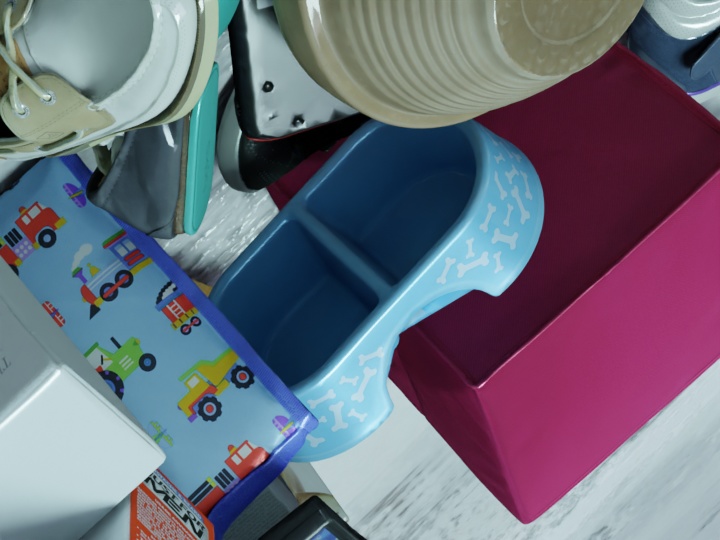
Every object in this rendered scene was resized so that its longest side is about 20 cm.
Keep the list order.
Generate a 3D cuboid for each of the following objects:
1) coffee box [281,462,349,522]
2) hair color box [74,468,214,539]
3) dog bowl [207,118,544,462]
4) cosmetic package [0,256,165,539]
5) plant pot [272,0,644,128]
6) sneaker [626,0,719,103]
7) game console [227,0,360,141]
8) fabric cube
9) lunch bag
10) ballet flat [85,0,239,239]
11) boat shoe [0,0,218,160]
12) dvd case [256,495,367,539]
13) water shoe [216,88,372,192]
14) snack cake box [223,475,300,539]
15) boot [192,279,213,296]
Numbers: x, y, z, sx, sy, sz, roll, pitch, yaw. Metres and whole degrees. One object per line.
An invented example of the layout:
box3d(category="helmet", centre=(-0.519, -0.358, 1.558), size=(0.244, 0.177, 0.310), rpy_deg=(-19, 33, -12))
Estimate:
box3d(category="coffee box", centre=(-0.122, 0.161, 1.135), size=(0.199, 0.113, 0.080), rpy_deg=(-35, 178, -18))
box3d(category="hair color box", centre=(-0.114, 0.161, 0.776), size=(0.111, 0.200, 0.064), rpy_deg=(-38, 110, 9))
box3d(category="dog bowl", centre=(0.000, 0.000, 0.970), size=(0.200, 0.111, 0.050), rpy_deg=(-46, 141, -2))
box3d(category="cosmetic package", centre=(-0.222, 0.058, 0.779), size=(0.199, 0.200, 0.123), rpy_deg=(-42, 153, -4))
box3d(category="plant pot", centre=(0.065, -0.145, 0.852), size=(0.200, 0.093, 0.202), rpy_deg=(-23, 131, -30))
box3d(category="sneaker", centre=(0.252, -0.189, 1.224), size=(0.199, 0.081, 0.147), rpy_deg=(-28, 153, -19))
box3d(category="game console", centre=(0.015, -0.168, 0.906), size=(0.176, 0.031, 0.201), rpy_deg=(-18, 127, -18))
box3d(category="fabric cube", centre=(0.088, -0.018, 1.108), size=(0.196, 0.200, 0.200), rpy_deg=(-40, 151, -7))
box3d(category="lunch bag", centre=(-0.124, 0.066, 0.924), size=(0.150, 0.200, 0.094), rpy_deg=(-42, 152, -3))
box3d(category="ballet flat", centre=(-0.087, -0.102, 0.858), size=(0.073, 0.073, 0.201), rpy_deg=(-20, 139, -39))
box3d(category="boat shoe", centre=(-0.120, -0.083, 0.789), size=(0.068, 0.075, 0.200), rpy_deg=(-15, 172, -30))
box3d(category="dvd case", centre=(-0.059, 0.170, 0.957), size=(0.142, 0.018, 0.200), rpy_deg=(-39, 165, -3))
box3d(category="water shoe", centre=(0.010, -0.106, 1.005), size=(0.200, 0.079, 0.071), rpy_deg=(-46, 153, 3))
box3d(category="snack cake box", centre=(-0.133, 0.153, 1.002), size=(0.200, 0.067, 0.115), rpy_deg=(-39, 129, -1))
box3d(category="boot", centre=(-0.134, 0.066, 1.059), size=(0.200, 0.071, 0.145), rpy_deg=(16, 88, -25))
